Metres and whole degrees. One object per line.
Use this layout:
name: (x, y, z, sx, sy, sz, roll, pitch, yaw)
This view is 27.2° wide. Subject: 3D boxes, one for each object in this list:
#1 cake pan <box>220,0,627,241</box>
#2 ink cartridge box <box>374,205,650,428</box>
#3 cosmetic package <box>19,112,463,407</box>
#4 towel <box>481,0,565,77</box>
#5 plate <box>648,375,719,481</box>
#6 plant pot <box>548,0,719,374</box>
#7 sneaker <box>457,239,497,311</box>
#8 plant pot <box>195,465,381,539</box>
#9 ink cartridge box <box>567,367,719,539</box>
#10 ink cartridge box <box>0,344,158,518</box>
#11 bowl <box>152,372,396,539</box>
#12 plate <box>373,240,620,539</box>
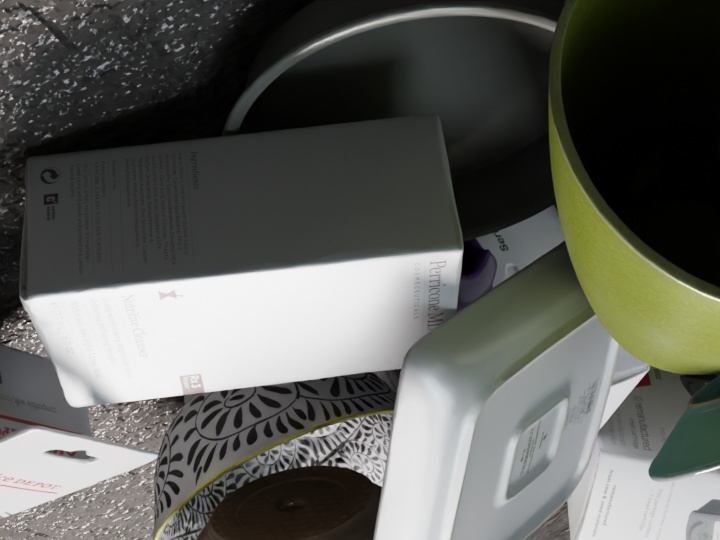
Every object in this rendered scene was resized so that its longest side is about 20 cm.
cake pan: (0.029, -0.076, 0.727, 0.197, 0.037, 0.201, -6, 150, -4)
ink cartridge box: (0.088, 0.066, 0.992, 0.083, 0.146, 0.201, -14, 151, -28)
cosmetic package: (-0.053, -0.003, 0.714, 0.197, 0.082, 0.113, -6, 149, 0)
towel: (0.160, -0.148, 0.774, 0.171, 0.049, 0.199, -38, 154, 21)
plate: (0.219, 0.042, 0.699, 0.198, 0.026, 0.200, -29, 176, -2)
plant pot: (0.162, -0.030, 0.663, 0.185, 0.189, 0.201, -22, 159, -11)
sneaker: (0.000, 0.000, 0.860, 0.198, 0.081, 0.089, 13, 111, -32)
plant pot: (-0.033, 0.178, 0.871, 0.198, 0.094, 0.201, -11, -163, 3)
ink cartridge box: (0.246, 0.136, 1.037, 0.197, 0.148, 0.087, 9, 116, -1)
ink cartridge box: (-0.217, 0.090, 0.769, 0.198, 0.068, 0.116, -22, 158, 20)
bowl: (-0.061, 0.108, 0.981, 0.199, 0.095, 0.201, -23, 155, -12)
plate: (0.081, 0.086, 0.784, 0.199, 0.032, 0.202, -30, 139, -42)
